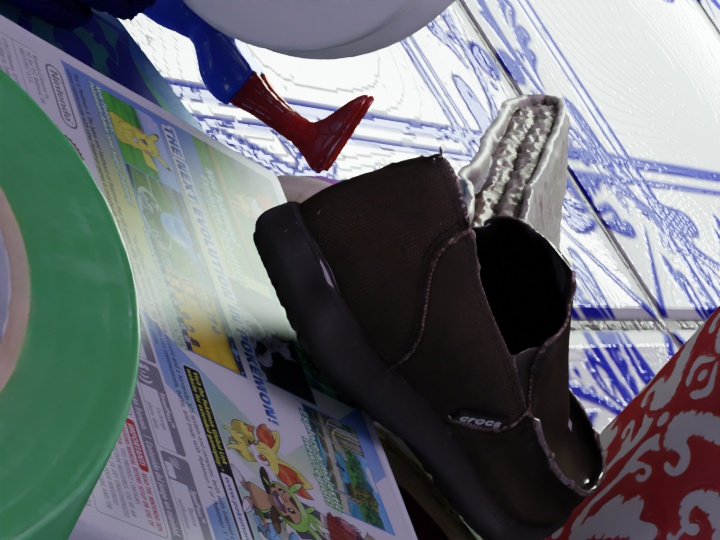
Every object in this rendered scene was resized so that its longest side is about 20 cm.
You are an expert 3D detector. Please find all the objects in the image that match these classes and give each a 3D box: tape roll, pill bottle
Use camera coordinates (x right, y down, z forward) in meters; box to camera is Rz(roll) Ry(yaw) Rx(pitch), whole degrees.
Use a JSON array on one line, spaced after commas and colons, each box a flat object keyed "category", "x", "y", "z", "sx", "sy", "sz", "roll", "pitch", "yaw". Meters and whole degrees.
[{"category": "tape roll", "x": -0.146, "y": 0.004, "z": 0.495, "sx": 0.199, "sy": 0.048, "sz": 0.201, "roll": 18, "pitch": 39, "yaw": -16}, {"category": "pill bottle", "x": -0.007, "y": -0.133, "z": 0.813, "sx": 0.114, "sy": 0.113, "sz": 0.200, "roll": 50, "pitch": 14, "yaw": -4}]

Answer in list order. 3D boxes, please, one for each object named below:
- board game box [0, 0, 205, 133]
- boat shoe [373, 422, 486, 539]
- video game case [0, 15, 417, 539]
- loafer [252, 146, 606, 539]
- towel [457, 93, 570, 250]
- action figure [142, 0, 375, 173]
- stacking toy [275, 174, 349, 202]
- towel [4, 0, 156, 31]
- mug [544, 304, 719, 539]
[{"category": "board game box", "x": -0.143, "y": -0.087, "z": 0.779, "sx": 0.200, "sy": 0.045, "sz": 0.152, "roll": 52, "pitch": 22, "yaw": 3}, {"category": "boat shoe", "x": 0.027, "y": 0.127, "z": 0.760, "sx": 0.066, "sy": 0.074, "sz": 0.200, "roll": 24, "pitch": 25, "yaw": -43}, {"category": "video game case", "x": -0.062, "y": 0.014, "z": 0.655, "sx": 0.182, "sy": 0.022, "sz": 0.201, "roll": 29, "pitch": 29, "yaw": -43}, {"category": "loafer", "x": 0.041, "y": 0.026, "z": 0.731, "sx": 0.200, "sy": 0.071, "sz": 0.073, "roll": 42, "pitch": 20, "yaw": -58}, {"category": "towel", "x": 0.053, "y": 0.018, "z": 0.922, "sx": 0.034, "sy": 0.134, "sz": 0.200, "roll": 7, "pitch": 19, "yaw": 9}, {"category": "action figure", "x": -0.082, "y": -0.113, "z": 0.893, "sx": 0.199, "sy": 0.052, "sz": 0.065, "roll": 35, "pitch": 10, "yaw": 0}, {"category": "stacking toy", "x": 0.000, "y": 0.000, "z": 0.893, "sx": 0.086, "sy": 0.085, "sz": 0.200, "roll": 53, "pitch": 17, "yaw": 4}, {"category": "towel", "x": -0.148, "y": -0.171, "z": 0.785, "sx": 0.147, "sy": 0.050, "sz": 0.201, "roll": 18, "pitch": 38, "yaw": -42}, {"category": "mug", "x": 0.147, "y": 0.097, "z": 0.840, "sx": 0.133, "sy": 0.200, "sz": 0.178, "roll": 27, "pitch": 28, "yaw": -34}]
